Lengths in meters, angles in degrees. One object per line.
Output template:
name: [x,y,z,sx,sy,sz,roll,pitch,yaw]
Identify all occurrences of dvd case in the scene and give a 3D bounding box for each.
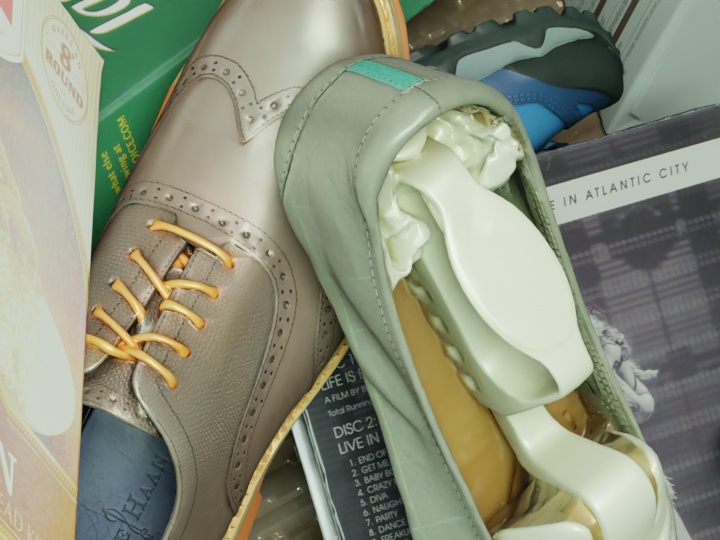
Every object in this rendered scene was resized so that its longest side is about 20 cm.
dvd case: [0.062,0.068,0.814,0.148,0.016,0.201,-16,89,-22]

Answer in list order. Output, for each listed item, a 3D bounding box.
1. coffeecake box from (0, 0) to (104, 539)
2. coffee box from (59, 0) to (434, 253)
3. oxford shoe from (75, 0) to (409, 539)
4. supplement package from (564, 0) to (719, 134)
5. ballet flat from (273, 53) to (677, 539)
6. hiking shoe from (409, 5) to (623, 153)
coffeecake box: [-0.125,-0.008,0.664,0.073,0.154,0.201,-15,51,18]
coffee box: [-0.050,-0.088,0.851,0.200,0.044,0.123,-39,44,-25]
oxford shoe: [-0.040,0.013,0.748,0.071,0.073,0.201,20,97,13]
supplement package: [0.170,-0.136,0.894,0.199,0.156,0.111,-9,67,-17]
ballet flat: [0.040,0.039,0.738,0.067,0.064,0.201,-37,115,-25]
hiking shoe: [0.000,0.000,0.846,0.200,0.074,0.087,-32,86,-16]
